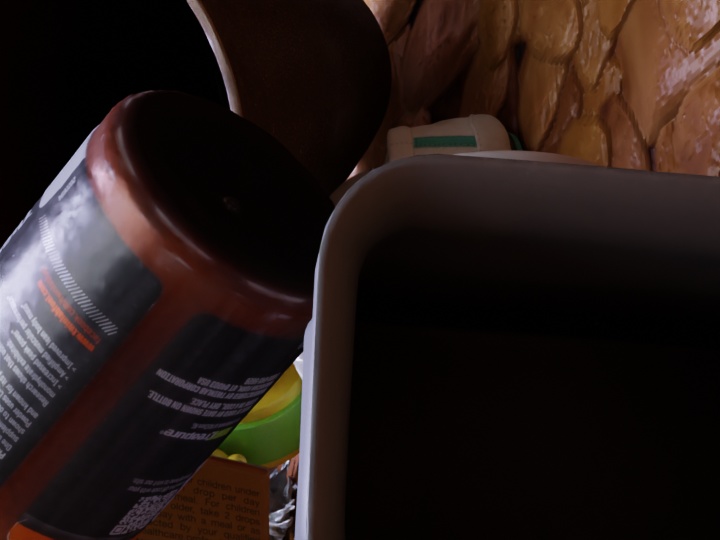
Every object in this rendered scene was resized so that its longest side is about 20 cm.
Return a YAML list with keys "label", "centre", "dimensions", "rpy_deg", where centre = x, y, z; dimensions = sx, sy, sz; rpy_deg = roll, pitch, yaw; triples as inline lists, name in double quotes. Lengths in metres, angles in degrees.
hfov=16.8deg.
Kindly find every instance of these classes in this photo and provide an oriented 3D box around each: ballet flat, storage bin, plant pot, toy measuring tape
- label: "ballet flat"
  centre: [0.000, 0.000, 1.009]
  dimensions: [0.200, 0.069, 0.070]
  rpy_deg: [124, 145, -49]
- label: "storage bin"
  centre: [0.072, 0.058, 0.672]
  dimensions: [0.134, 0.200, 0.146]
  rpy_deg: [143, 130, -75]
- label: "plant pot"
  centre: [-0.074, -0.072, 1.019]
  dimensions: [0.187, 0.200, 0.187]
  rpy_deg: [8, 106, 29]
- label: "toy measuring tape"
  centre: [-0.045, 0.031, 1.136]
  dimensions: [0.200, 0.073, 0.074]
  rpy_deg: [-76, 11, -46]

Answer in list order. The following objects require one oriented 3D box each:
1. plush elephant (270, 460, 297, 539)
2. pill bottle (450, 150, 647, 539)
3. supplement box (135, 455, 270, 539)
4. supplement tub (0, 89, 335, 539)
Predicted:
- label: "plush elephant"
  centre: [-0.125, 0.168, 1.146]
  dimensions: [0.165, 0.155, 0.200]
  rpy_deg: [-119, 41, -55]
- label: "pill bottle"
  centre: [0.048, 0.069, 0.802]
  dimensions: [0.120, 0.119, 0.200]
  rpy_deg: [145, 127, -62]
- label: "supplement box"
  centre: [-0.071, 0.169, 0.923]
  dimensions: [0.067, 0.069, 0.200]
  rpy_deg: [128, 145, -51]
- label: "supplement tub"
  centre: [-0.098, 0.037, 0.873]
  dimensions: [0.200, 0.107, 0.107]
  rpy_deg: [-48, 37, 26]
